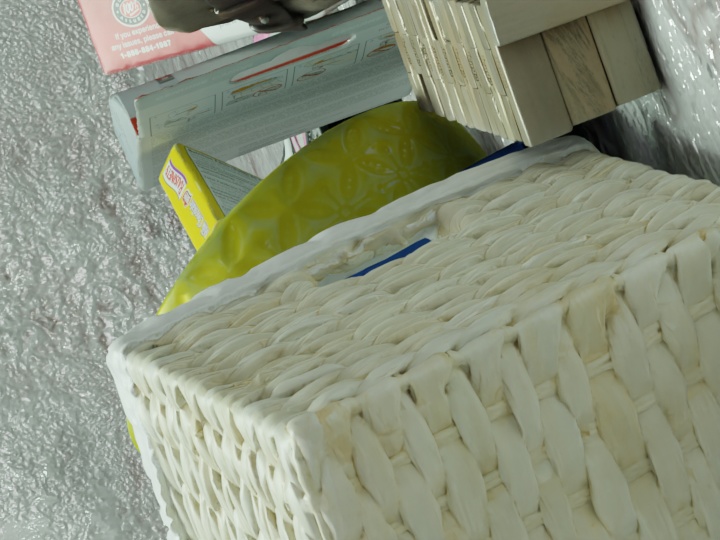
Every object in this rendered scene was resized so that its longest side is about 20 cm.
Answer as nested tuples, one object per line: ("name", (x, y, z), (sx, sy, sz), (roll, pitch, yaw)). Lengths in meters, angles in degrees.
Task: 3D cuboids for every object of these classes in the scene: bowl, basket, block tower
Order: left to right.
("bowl", (0.009, 0.038, 1.011), (0.108, 0.200, 0.201), (41, 161, 24))
("block tower", (0.056, -0.088, 0.901), (0.200, 0.054, 0.058), (-146, 35, -79))
("basket", (0.052, 0.085, 0.791), (0.161, 0.197, 0.201), (21, 132, 65))

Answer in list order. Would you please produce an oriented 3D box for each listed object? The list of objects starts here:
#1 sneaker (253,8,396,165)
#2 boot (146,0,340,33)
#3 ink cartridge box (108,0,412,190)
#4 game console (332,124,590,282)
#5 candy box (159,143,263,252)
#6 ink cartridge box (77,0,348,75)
("sneaker", (-0.006, -0.059, 1.370), (0.086, 0.080, 0.201), (42, 160, 51))
("boot", (-0.022, -0.143, 0.954), (0.200, 0.145, 0.071), (107, 143, -78))
("ink cartridge box", (-0.046, -0.105, 1.182), (0.200, 0.161, 0.050), (106, 143, -77))
("game console", (0.059, 0.045, 0.947), (0.171, 0.118, 0.201), (-115, 7, -75))
("candy box", (0.000, 0.000, 1.166), (0.199, 0.027, 0.102), (23, -167, -24))
("ink cartridge box", (-0.090, -0.218, 1.203), (0.084, 0.143, 0.201), (-38, -67, -57))
